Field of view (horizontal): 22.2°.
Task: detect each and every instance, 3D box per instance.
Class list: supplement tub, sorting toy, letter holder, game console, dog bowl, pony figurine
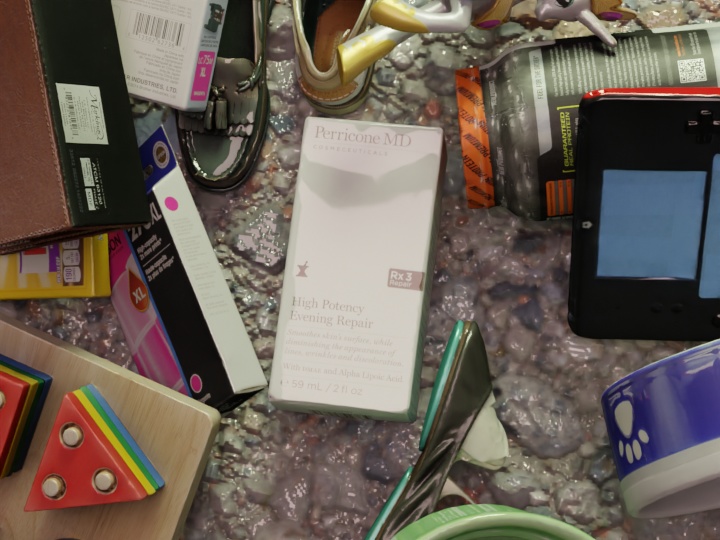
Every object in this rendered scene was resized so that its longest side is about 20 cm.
[{"bbox_3d":[0.167,-0.099,1.248,0.199,0.123,0.123,-5,78,4],"label":"supplement tub"},{"bbox_3d":[-0.222,0.153,1.230,0.198,0.070,0.201,23,100,11],"label":"sorting toy"},{"bbox_3d":[-0.241,-0.115,1.232,0.141,0.100,0.201,-11,89,25],"label":"letter holder"},{"bbox_3d":[0.227,-0.033,1.203,0.176,0.201,0.031,-2,38,1],"label":"game console"},{"bbox_3d":[0.255,0.093,1.160,0.199,0.200,0.079,-15,74,3],"label":"dog bowl"},{"bbox_3d":[0.071,-0.219,1.236,0.199,0.167,0.194,-8,61,-7],"label":"pony figurine"}]

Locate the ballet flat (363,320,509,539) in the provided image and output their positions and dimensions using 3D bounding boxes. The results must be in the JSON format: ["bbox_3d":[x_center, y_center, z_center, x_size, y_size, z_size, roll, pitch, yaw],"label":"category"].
[{"bbox_3d":[0.058,0.135,1.245,0.068,0.068,0.201,23,92,0],"label":"ballet flat"}]

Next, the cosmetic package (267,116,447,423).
[{"bbox_3d":[0.000,0.000,1.270,0.101,0.074,0.201,5,80,6],"label":"cosmetic package"}]

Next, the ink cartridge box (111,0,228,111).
[{"bbox_3d":[-0.145,-0.222,1.285,0.119,0.042,0.201,16,103,22],"label":"ink cartridge box"}]

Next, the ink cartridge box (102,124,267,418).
[{"bbox_3d":[-0.135,0.010,1.274,0.037,0.095,0.201,-9,71,-41],"label":"ink cartridge box"}]

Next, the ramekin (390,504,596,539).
[{"bbox_3d":[0.082,0.245,1.174,0.199,0.098,0.201,0,94,-6],"label":"ramekin"}]

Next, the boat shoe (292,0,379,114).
[{"bbox_3d":[-0.010,-0.217,1.317,0.074,0.068,0.201,1,78,6],"label":"boat shoe"}]

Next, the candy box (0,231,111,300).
[{"bbox_3d":[-0.229,-0.080,1.298,0.102,0.026,0.201,-3,91,28],"label":"candy box"}]

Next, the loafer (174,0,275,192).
[{"bbox_3d":[-0.099,-0.159,1.317,0.071,0.063,0.201,5,79,7],"label":"loafer"}]
